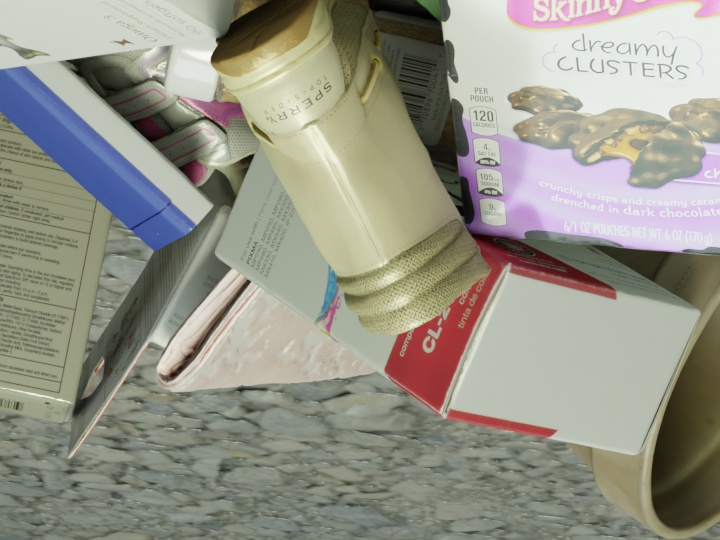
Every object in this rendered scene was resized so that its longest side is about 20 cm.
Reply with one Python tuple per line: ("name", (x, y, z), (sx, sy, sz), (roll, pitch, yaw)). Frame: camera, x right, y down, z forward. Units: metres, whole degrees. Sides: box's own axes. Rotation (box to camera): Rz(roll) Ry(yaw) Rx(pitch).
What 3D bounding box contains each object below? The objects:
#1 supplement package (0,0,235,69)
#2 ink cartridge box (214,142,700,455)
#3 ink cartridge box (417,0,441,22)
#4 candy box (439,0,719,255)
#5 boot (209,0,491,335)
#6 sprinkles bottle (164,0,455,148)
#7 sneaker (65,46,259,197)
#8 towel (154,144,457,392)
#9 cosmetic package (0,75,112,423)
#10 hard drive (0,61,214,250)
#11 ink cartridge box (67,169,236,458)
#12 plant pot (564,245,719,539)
("supplement package", (-0.158, -0.169, 1.267), (0.199, 0.118, 0.117), (-4, 160, 42))
("ink cartridge box", (0.045, 0.006, 1.385), (0.145, 0.083, 0.200), (12, -165, -43))
("ink cartridge box", (0.138, -0.115, 1.343), (0.199, 0.048, 0.145), (-12, 157, 24))
("candy box", (0.124, -0.106, 1.227), (0.167, 0.072, 0.201), (5, 132, 16))
("boot", (0.000, -0.057, 1.275), (0.073, 0.156, 0.200), (-29, -171, 8))
("sprinkles bottle", (-0.002, -0.108, 1.476), (0.199, 0.069, 0.068), (12, 164, -5))
("sneaker", (-0.101, -0.096, 1.543), (0.199, 0.089, 0.081), (21, 161, -33))
("towel", (0.000, 0.000, 1.578), (0.191, 0.032, 0.200), (-47, 154, 27))
("cosmetic package", (-0.204, -0.019, 1.675), (0.105, 0.201, 0.071), (13, 165, -7))
("hard drive", (-0.171, -0.090, 1.519), (0.200, 0.025, 0.132), (43, 169, -7))
("ink cartridge box", (-0.113, 0.024, 1.683), (0.045, 0.177, 0.200), (29, -171, -10))
("plant pot", (0.145, 0.018, 1.501), (0.173, 0.201, 0.200), (30, 175, 28))
